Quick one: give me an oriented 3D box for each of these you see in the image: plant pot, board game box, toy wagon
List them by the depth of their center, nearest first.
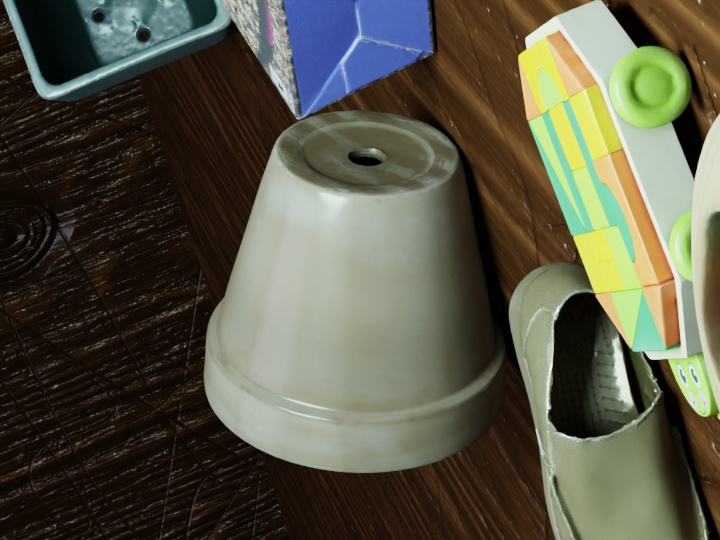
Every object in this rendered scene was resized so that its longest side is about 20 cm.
[{"bbox_3d":[0.125,-0.016,0.994,0.155,0.039,0.201,162,88,-82],"label":"toy wagon"},{"bbox_3d":[-0.048,-0.223,1.355,0.200,0.096,0.160,57,167,30],"label":"board game box"},{"bbox_3d":[0.000,0.000,1.454,0.200,0.199,0.174,-122,30,-55],"label":"plant pot"},{"bbox_3d":[-0.236,-0.277,2.235,0.200,0.195,0.197,49,-161,-85],"label":"plant pot"}]

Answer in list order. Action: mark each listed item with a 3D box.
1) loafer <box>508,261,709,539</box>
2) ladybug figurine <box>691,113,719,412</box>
[{"bbox_3d":[0.124,0.092,1.152,0.067,0.076,0.201,93,156,-86],"label":"loafer"},{"bbox_3d":[0.158,0.014,0.727,0.200,0.072,0.136,81,166,-59],"label":"ladybug figurine"}]
